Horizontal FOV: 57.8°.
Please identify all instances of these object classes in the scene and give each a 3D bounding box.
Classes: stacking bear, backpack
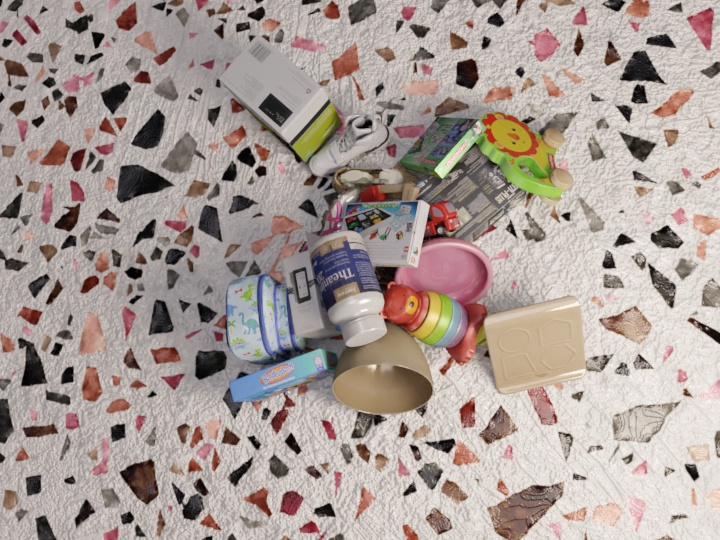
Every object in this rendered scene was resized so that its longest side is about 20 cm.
[{"bbox_3d":[0.131,0.089,1.292,0.199,0.114,0.122,24,83,-23],"label":"stacking bear"},{"bbox_3d":[-0.194,0.096,1.351,0.146,0.200,0.185,-8,77,9],"label":"backpack"}]

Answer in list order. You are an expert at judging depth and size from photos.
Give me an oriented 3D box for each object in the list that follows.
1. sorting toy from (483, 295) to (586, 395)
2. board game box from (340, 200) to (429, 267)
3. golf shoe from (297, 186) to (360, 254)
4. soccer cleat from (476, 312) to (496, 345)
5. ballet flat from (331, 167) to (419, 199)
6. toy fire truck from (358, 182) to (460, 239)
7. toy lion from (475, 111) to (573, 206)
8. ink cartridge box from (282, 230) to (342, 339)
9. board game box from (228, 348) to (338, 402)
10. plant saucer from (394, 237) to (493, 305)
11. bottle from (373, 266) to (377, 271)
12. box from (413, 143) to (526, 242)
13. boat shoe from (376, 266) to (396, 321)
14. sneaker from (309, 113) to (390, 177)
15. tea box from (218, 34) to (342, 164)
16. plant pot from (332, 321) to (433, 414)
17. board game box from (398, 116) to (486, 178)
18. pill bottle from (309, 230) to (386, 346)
[{"bbox_3d":[0.343,0.146,1.280,0.183,0.201,0.037,-14,33,7],"label":"sorting toy"},{"bbox_3d":[0.039,-0.073,1.305,0.199,0.034,0.127,3,76,43],"label":"board game box"},{"bbox_3d":[-0.049,-0.087,1.424,0.092,0.073,0.201,35,101,8],"label":"golf shoe"},{"bbox_3d":[0.304,0.111,1.318,0.198,0.084,0.065,-7,78,9],"label":"soccer cleat"},{"bbox_3d":[0.031,-0.195,1.433,0.198,0.065,0.071,-2,76,9],"label":"ballet flat"},{"bbox_3d":[0.100,-0.126,1.338,0.199,0.049,0.142,-16,92,40],"label":"toy fire truck"},{"bbox_3d":[0.323,-0.241,1.328,0.190,0.069,0.201,14,49,-12],"label":"toy lion"},{"bbox_3d":[-0.094,0.033,1.331,0.067,0.116,0.202,-17,74,22],"label":"ink cartridge box"},{"bbox_3d":[-0.151,0.219,1.346,0.198,0.152,0.045,-20,76,5],"label":"board game box"},{"bbox_3d":[0.167,0.005,1.326,0.199,0.201,0.051,-11,43,8],"label":"plant saucer"},{"bbox_3d":[0.000,0.000,1.394,0.065,0.084,0.202,15,84,12],"label":"bottle"},{"bbox_3d":[0.224,-0.162,1.381,0.200,0.086,0.164,-40,75,1],"label":"box"},{"bbox_3d":[0.063,0.027,1.385,0.071,0.068,0.202,20,84,13],"label":"boat shoe"},{"bbox_3d":[-0.032,-0.280,1.434,0.199,0.115,0.076,-26,76,5],"label":"sneaker"},{"bbox_3d":[-0.169,-0.369,1.433,0.200,0.197,0.134,43,90,14],"label":"tea box"},{"bbox_3d":[0.045,0.183,1.314,0.198,0.201,0.135,-6,50,9],"label":"plant pot"},{"bbox_3d":[0.166,-0.261,1.364,0.029,0.200,0.135,41,90,-22],"label":"board game box"},{"bbox_3d":[-0.020,0.036,1.235,0.110,0.111,0.201,-22,69,6],"label":"pill bottle"}]
